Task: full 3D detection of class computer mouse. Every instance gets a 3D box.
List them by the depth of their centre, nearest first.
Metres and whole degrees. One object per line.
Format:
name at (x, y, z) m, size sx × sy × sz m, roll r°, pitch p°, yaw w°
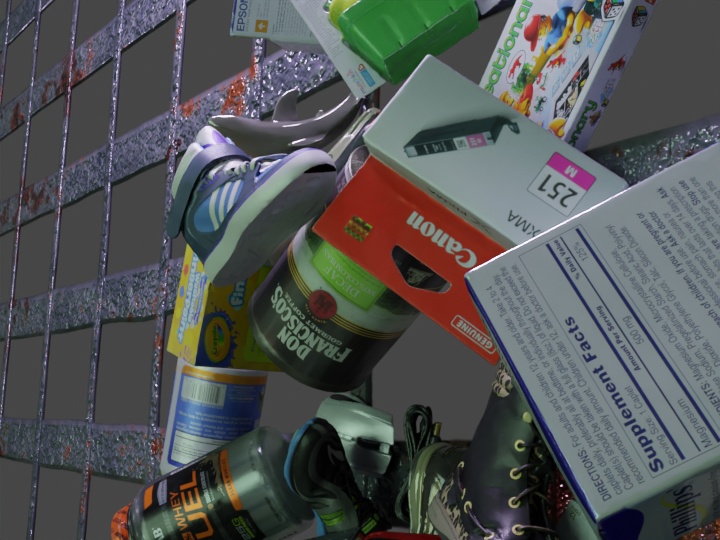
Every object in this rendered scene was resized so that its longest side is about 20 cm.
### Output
computer mouse at (0.003, 0.176, 0.919) m, size 0.200 × 0.044 × 0.110 m, roll 9°, pitch 91°, yaw 53°

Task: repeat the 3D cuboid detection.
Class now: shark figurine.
shark figurine at (-0.043, -0.167, 0.998) m, size 0.214 × 0.128 × 0.089 m, roll -34°, pitch 19°, yaw -8°

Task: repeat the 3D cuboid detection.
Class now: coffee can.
coffee can at (0.000, 0.000, 0.875) m, size 0.200 × 0.146 × 0.146 m, roll -53°, pitch 46°, yaw 32°

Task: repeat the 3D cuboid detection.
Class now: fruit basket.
fruit basket at (0.024, -0.293, 0.903) m, size 0.185 × 0.094 × 0.200 m, roll -35°, pitch 66°, yaw 4°

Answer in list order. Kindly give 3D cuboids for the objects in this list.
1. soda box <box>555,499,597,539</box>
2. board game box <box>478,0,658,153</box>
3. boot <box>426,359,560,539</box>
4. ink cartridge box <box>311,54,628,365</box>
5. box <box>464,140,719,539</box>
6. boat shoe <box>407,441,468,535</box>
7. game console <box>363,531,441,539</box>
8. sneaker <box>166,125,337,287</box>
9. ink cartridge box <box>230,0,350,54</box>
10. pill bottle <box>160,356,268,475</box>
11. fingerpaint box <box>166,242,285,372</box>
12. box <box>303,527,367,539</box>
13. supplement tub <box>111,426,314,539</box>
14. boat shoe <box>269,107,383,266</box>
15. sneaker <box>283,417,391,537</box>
soda box at (0.215, 0.244, 0.615) m, size 0.200 × 0.064 × 0.068 m, roll 43°, pitch 115°, yaw 48°
board game box at (0.165, -0.171, 0.787) m, size 0.126 × 0.035 × 0.200 m, roll 43°, pitch 117°, yaw 48°
boot at (0.125, 0.153, 0.650) m, size 0.151 × 0.073 × 0.200 m, roll -67°, pitch 17°, yaw 3°
ink cartridge box at (0.082, -0.052, 0.732) m, size 0.200 × 0.044 × 0.174 m, roll 36°, pitch 84°, yaw 15°
box at (0.198, 0.049, 0.569) m, size 0.200 × 0.105 × 0.184 m, roll -27°, pitch 54°, yaw 4°
boat shoe at (0.082, 0.249, 0.778) m, size 0.073 × 0.074 × 0.200 m, roll -17°, pitch 71°, yaw 50°
game console at (0.084, 0.318, 0.731) m, size 0.177 × 0.031 × 0.200 m, roll -4°, pitch 85°, yaw 29°
sneaker at (-0.114, -0.092, 0.842) m, size 0.200 × 0.081 × 0.147 m, roll -44°, pitch 64°, yaw 42°
ink cartridge box at (-0.027, -0.331, 0.965) m, size 0.200 × 0.043 × 0.197 m, roll 7°, pitch 87°, yaw 11°
pill bottle at (-0.181, 0.204, 1.097) m, size 0.112 × 0.112 × 0.200 m, roll 11°, pitch 92°, yaw 53°
fingerpaint box at (-0.109, 0.006, 0.999) m, size 0.073 × 0.167 × 0.200 m, roll 15°, pitch 96°, yaw 52°
box at (-0.028, 0.322, 0.868) m, size 0.137 × 0.038 × 0.200 m, roll 51°, pitch 136°, yaw -9°
supplement tub at (-0.161, 0.264, 0.983) m, size 0.200 × 0.123 × 0.123 m, roll -28°, pitch 55°, yaw 7°
boat shoe at (-0.031, -0.086, 0.949) m, size 0.200 × 0.071 × 0.063 m, roll -46°, pitch 62°, yaw 1°
sneaker at (-0.012, 0.226, 0.868) m, size 0.083 × 0.071 × 0.200 m, roll 1°, pitch 118°, yaw 42°
